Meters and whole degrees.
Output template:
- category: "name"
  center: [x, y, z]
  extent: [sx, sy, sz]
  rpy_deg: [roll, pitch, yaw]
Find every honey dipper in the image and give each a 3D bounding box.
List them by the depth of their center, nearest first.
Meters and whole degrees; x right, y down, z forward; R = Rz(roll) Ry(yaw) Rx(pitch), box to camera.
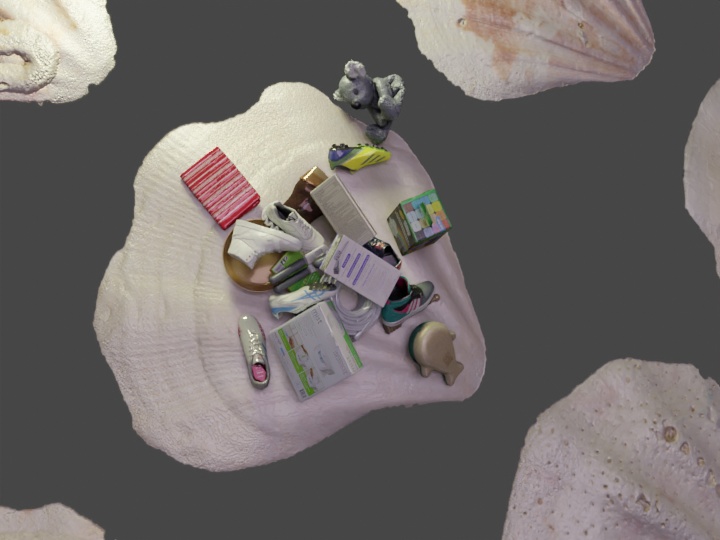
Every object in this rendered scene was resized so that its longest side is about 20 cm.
- category: "honey dipper"
  center: [0.152, 0.120, 1.773]
  extent: [0.196, 0.038, 0.039]
  rpy_deg: [-29, 86, -19]

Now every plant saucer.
- category: "plant saucer"
  center: [-0.283, -0.039, 1.700]
  extent: [0.193, 0.035, 0.207]
  rpy_deg: [3, 78, -14]

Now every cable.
- category: "cable"
  center: [-0.027, 0.075, 1.708]
  extent: [0.198, 0.069, 0.203]
  rpy_deg: [-35, 99, -24]

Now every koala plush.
- category: "koala plush"
  center: [0.022, -0.518, 1.816]
  extent: [0.195, 0.178, 0.188]
  rpy_deg: [21, 63, -8]

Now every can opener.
- category: "can opener"
  center: [-0.154, -0.007, 1.657]
  extent: [0.197, 0.066, 0.054]
  rpy_deg: [-31, 100, -20]

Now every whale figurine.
- category: "whale figurine"
  center: [0.212, 0.234, 1.745]
  extent: [0.201, 0.103, 0.160]
  rpy_deg: [48, 69, -26]

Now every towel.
- category: "towel"
  center: [-0.389, -0.230, 1.723]
  extent: [0.144, 0.022, 0.201]
  rpy_deg: [-40, 88, -16]

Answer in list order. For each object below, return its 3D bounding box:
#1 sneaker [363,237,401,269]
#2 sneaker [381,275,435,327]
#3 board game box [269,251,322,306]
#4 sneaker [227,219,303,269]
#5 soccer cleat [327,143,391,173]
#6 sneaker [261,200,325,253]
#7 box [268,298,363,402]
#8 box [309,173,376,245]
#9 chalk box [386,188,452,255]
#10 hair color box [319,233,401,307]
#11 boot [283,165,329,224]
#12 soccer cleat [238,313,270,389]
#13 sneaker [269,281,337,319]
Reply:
- category: "sneaker"
  center: [0.041, -0.069, 1.760]
  extent: [0.198, 0.085, 0.076]
  rpy_deg: [37, 72, -3]
- category: "sneaker"
  center: [0.135, 0.058, 1.726]
  extent: [0.198, 0.123, 0.083]
  rpy_deg: [-35, 52, -28]
- category: "board game box"
  center: [-0.153, 0.038, 1.700]
  extent: [0.201, 0.030, 0.096]
  rpy_deg: [48, 68, -13]
- category: "sneaker"
  center: [-0.257, -0.053, 1.650]
  extent: [0.194, 0.074, 0.119]
  rpy_deg: [15, 77, 8]
- category: "soccer cleat"
  center: [-0.003, -0.331, 1.828]
  extent: [0.194, 0.065, 0.087]
  rpy_deg: [-3, 108, -18]
- category: "sneaker"
  center: [-0.177, -0.119, 1.690]
  extent: [0.197, 0.081, 0.077]
  rpy_deg: [33, 59, -14]
- category: "box"
  center: [-0.116, 0.208, 1.613]
  extent: [0.174, 0.096, 0.204]
  rpy_deg: [-30, 84, 20]
- category: "box"
  center: [-0.046, -0.157, 1.694]
  extent: [0.094, 0.078, 0.203]
  rpy_deg: [-33, 94, 6]
- category: "chalk box"
  center: [0.171, -0.141, 1.747]
  extent: [0.121, 0.200, 0.128]
  rpy_deg: [-21, 83, -17]
- category: "hair color box"
  center: [0.000, 0.000, 1.643]
  extent: [0.197, 0.065, 0.111]
  rpy_deg: [32, 87, -22]
- category: "boot"
  center: [-0.114, -0.178, 1.769]
  extent: [0.199, 0.072, 0.168]
  rpy_deg: [39, 86, -7]
- category: "soccer cleat"
  center: [-0.275, 0.210, 1.623]
  extent: [0.068, 0.086, 0.206]
  rpy_deg: [-13, 81, -16]
- category: "sneaker"
  center: [-0.148, 0.078, 1.634]
  extent: [0.194, 0.072, 0.075]
  rpy_deg: [-15, 102, 17]
